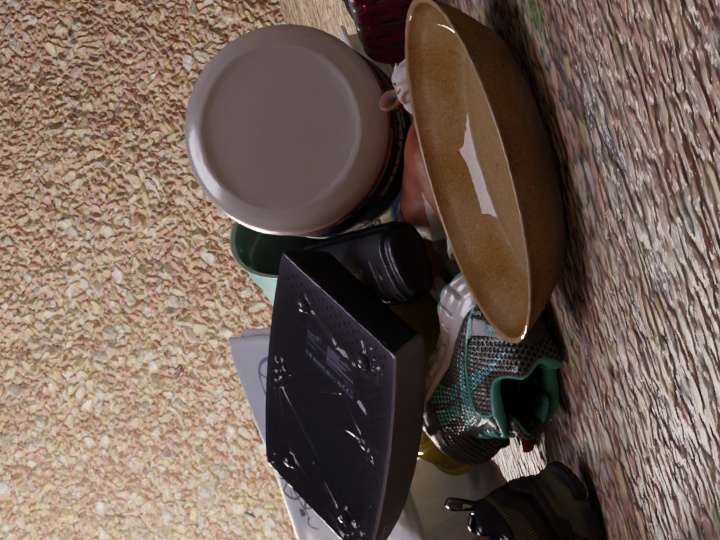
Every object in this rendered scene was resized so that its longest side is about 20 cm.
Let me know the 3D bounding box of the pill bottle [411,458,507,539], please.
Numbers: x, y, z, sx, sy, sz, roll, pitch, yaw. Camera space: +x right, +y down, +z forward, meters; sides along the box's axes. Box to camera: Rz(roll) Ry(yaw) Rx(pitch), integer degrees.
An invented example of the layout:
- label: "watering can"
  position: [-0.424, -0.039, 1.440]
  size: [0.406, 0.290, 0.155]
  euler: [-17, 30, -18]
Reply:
- label: "pill bottle"
  position: [0.092, 0.251, 1.416]
  size: [0.201, 0.119, 0.120]
  euler: [62, -177, -26]

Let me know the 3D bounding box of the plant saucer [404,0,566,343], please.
- label: "plant saucer"
  position: [0.074, -0.060, 1.024]
  size: [0.200, 0.035, 0.202]
  euler: [163, 90, -80]

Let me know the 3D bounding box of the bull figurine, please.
- label: "bull figurine"
  position: [0.059, -0.052, 1.186]
  size: [0.200, 0.065, 0.122]
  euler: [81, 171, -60]

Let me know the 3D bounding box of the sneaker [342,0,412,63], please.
- label: "sneaker"
  position: [0.000, -0.239, 1.259]
  size: [0.201, 0.073, 0.088]
  euler: [71, 174, -47]

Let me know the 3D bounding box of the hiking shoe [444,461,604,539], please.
- label: "hiking shoe"
  position: [0.116, 0.228, 1.150]
  size: [0.076, 0.100, 0.202]
  euler: [96, 159, -83]

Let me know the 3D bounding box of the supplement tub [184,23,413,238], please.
- label: "supplement tub"
  position: [-0.036, -0.094, 1.291]
  size: [0.200, 0.139, 0.142]
  euler: [-3, -103, -80]

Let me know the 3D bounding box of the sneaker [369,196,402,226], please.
- label: "sneaker"
  position: [0.048, 0.010, 1.492]
  size: [0.079, 0.089, 0.201]
  euler: [47, 153, 40]

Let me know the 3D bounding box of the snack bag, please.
- label: "snack bag"
  position: [-0.017, 0.135, 1.338]
  size: [0.188, 0.021, 0.202]
  euler: [-7, 103, 56]

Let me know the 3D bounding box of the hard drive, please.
- label: "hard drive"
  position: [-0.011, 0.091, 1.241]
  size: [0.135, 0.042, 0.201]
  euler: [42, 141, 35]

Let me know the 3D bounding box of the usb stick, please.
- label: "usb stick"
  position: [0.000, 0.000, 1.248]
  size: [0.200, 0.032, 0.056]
  euler: [-11, 96, 70]

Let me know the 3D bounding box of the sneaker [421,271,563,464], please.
- label: "sneaker"
  position: [0.087, 0.081, 1.178]
  size: [0.201, 0.077, 0.092]
  euler: [92, 153, -54]

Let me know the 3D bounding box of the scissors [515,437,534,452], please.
- label: "scissors"
  position: [0.108, 0.064, 1.313]
  size: [0.201, 0.014, 0.074]
  euler: [77, 179, -57]

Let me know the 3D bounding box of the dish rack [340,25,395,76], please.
- label: "dish rack"
  position: [0.032, -0.108, 1.612]
  size: [0.172, 0.043, 0.201]
  euler: [-111, 7, -57]

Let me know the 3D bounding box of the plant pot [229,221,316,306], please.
- label: "plant pot"
  position: [-0.061, 0.001, 2.583]
  size: [0.201, 0.199, 0.197]
  euler: [-108, -3, -46]

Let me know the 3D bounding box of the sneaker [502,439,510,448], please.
- label: "sneaker"
  position: [0.072, 0.110, 1.427]
  size: [0.200, 0.072, 0.072]
  euler: [156, 100, -83]

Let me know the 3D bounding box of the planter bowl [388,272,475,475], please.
- label: "planter bowl"
  position: [0.031, 0.051, 1.338]
  size: [0.200, 0.083, 0.202]
  euler: [-179, 90, -70]
